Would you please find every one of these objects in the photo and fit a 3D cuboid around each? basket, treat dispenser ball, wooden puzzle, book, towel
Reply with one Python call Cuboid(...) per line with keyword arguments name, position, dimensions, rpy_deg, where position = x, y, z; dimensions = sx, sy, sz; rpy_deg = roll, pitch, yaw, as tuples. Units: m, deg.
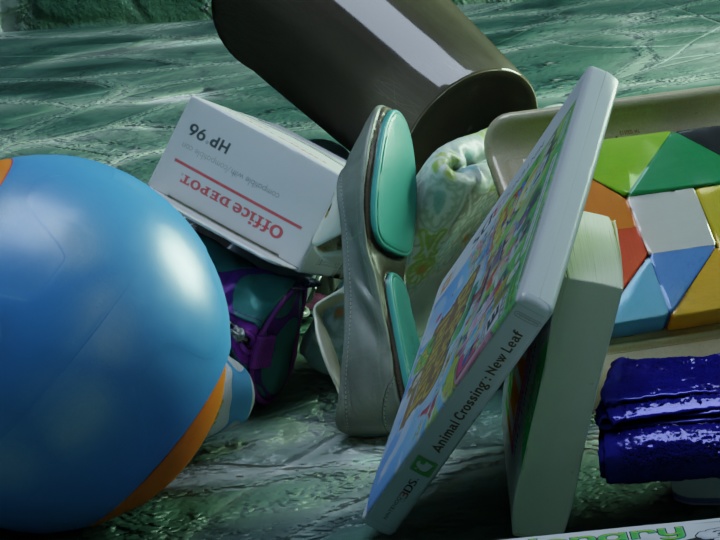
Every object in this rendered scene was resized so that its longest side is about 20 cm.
Cuboid(name="basket", position=(0.020, -0.139, 1.842), dimensions=(0.180, 0.136, 0.200), rpy_deg=(20, 19, -49))
Cuboid(name="treat dispenser ball", position=(-0.168, 0.039, 1.439), dimensions=(0.200, 0.202, 0.201), rpy_deg=(-6, 12, 1))
Cuboid(name="wooden puzzle", position=(0.185, -0.020, 1.608), dimensions=(0.184, 0.201, 0.037), rpy_deg=(-8, -29, -14))
Cuboid(name="book", position=(0.104, 0.050, 1.421), dimensions=(0.048, 0.134, 0.200), rpy_deg=(11, 11, -1))
Cuboid(name="towel", position=(0.220, 0.063, 1.369), dimensions=(0.199, 0.050, 0.148), rpy_deg=(-4, 13, 9))
Cuboid(name="towel", position=(0.056, -0.023, 1.732), dimensions=(0.048, 0.171, 0.200), rpy_deg=(40, 30, 15))

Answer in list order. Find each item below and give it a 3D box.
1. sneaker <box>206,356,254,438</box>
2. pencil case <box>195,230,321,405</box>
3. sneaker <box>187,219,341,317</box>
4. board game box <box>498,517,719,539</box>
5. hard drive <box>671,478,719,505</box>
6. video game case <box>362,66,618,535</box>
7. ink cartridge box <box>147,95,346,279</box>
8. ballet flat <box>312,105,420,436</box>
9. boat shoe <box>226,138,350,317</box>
Cuboid(name="sneaker", position=(-0.151, 0.071, 1.620), dimensions=(0.200, 0.077, 0.081), rpy_deg=(9, 4, 44))
Cuboid(name="pencil case", position=(-0.129, 0.006, 1.676), dimensions=(0.199, 0.085, 0.092), rpy_deg=(24, 2, 13))
Cuboid(name="sneaker", position=(-0.097, -0.006, 1.932), dimensions=(0.199, 0.081, 0.086), rpy_deg=(11, -10, 20))
Cuboid(name="board game box", position=(0.079, 0.150, 1.189), dimensions=(0.199, 0.035, 0.126), rpy_deg=(-6, 11, 1))
Cuboid(name="hard drive", position=(0.255, 0.083, 1.439), dimensions=(0.131, 0.025, 0.200), rpy_deg=(-1, 13, 22))
Cuboid(name="video game case", position=(0.067, 0.014, 1.395), dimensions=(0.022, 0.182, 0.200), rpy_deg=(27, 40, -6))
Cuboid(name="ink cartridge box", position=(-0.053, -0.050, 1.690), dimensions=(0.116, 0.068, 0.200), rpy_deg=(28, 5, 16))
Cuboid(name="ballet flat", position=(0.000, 0.000, 1.588), dimensions=(0.063, 0.201, 0.067), rpy_deg=(-11, -19, 22))
Cuboid(name="boat shoe", position=(-0.062, 0.001, 1.818), dimensions=(0.073, 0.068, 0.200), rpy_deg=(17, 53, 7))
